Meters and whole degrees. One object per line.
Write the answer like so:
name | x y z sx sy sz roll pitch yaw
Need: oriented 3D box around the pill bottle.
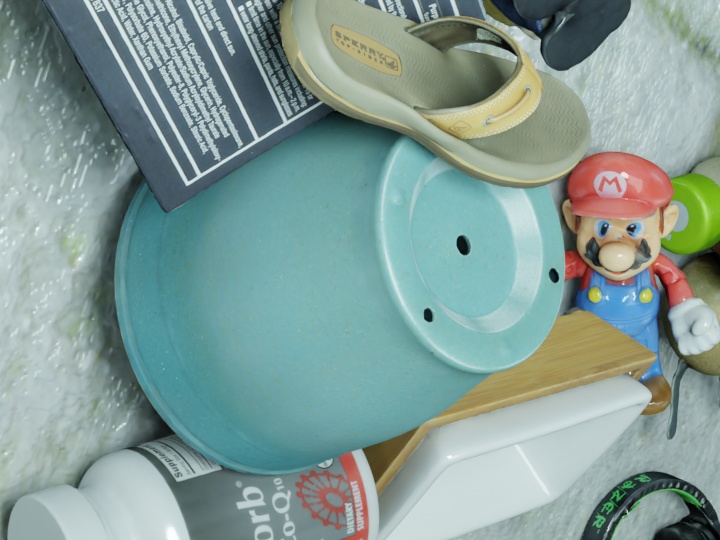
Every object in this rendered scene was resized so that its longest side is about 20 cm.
pill bottle | -0.097 0.153 1.076 0.199 0.116 0.117 -13 117 -36

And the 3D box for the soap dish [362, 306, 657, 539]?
soap dish | 0.076 0.104 1.187 0.199 0.082 0.158 -12 150 -36

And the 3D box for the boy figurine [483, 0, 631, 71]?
boy figurine | 0.068 -0.179 1.010 0.064 0.200 0.125 -38 129 -1

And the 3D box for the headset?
headset | 0.249 0.251 1.426 0.123 0.094 0.201 -41 119 -18

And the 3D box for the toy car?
toy car | 0.281 0.032 1.332 0.163 0.157 0.201 -13 128 -44

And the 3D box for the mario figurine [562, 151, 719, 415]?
mario figurine | 0.171 0.015 1.247 0.123 0.106 0.202 -20 125 -23

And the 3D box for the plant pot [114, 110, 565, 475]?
plant pot | 0.000 0.000 0.992 0.199 0.187 0.202 12 72 -38

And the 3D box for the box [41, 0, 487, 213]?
box | -0.067 -0.172 0.907 0.197 0.124 0.201 -30 138 -5

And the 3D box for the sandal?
sandal | 0.049 -0.096 0.899 0.199 0.081 0.054 19 137 -38
